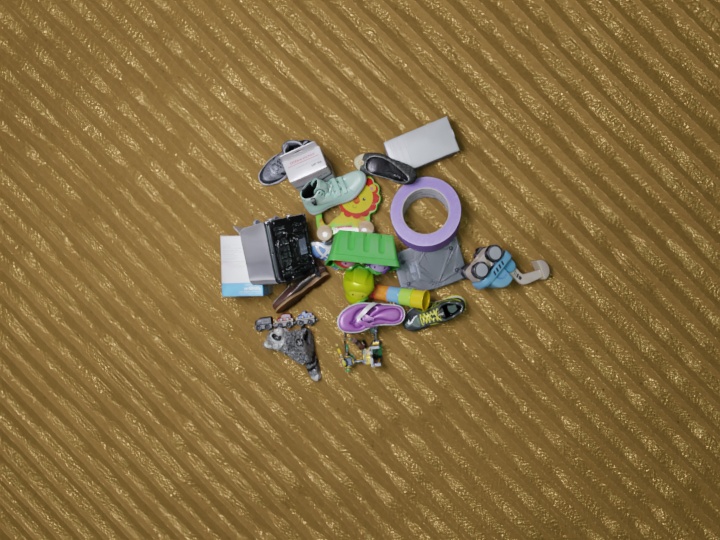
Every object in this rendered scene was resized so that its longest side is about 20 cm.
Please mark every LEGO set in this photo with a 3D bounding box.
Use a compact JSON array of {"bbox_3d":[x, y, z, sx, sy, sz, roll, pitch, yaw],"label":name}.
[{"bbox_3d":[-0.002,0.205,1.627,0.152,0.116,0.202,3,93,5],"label":"LEGO set"}]

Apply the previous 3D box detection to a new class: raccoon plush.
[{"bbox_3d":[-0.209,0.254,1.656,0.133,0.097,0.202,-9,102,14],"label":"raccoon plush"}]

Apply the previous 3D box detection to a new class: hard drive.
[{"bbox_3d":[0.203,-0.014,1.634,0.198,0.042,0.136,-16,92,6],"label":"hard drive"}]

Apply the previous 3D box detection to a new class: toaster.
[{"bbox_3d":[-0.223,-0.052,1.549,0.118,0.180,0.202,-5,100,33],"label":"toaster"}]

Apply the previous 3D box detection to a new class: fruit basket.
[{"bbox_3d":[0.000,0.000,1.560,0.213,0.155,0.218,1,84,-10],"label":"fruit basket"}]

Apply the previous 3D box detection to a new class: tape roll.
[{"bbox_3d":[0.187,-0.159,1.586,0.198,0.085,0.202,-1,80,8],"label":"tape roll"}]

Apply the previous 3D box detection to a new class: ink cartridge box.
[{"bbox_3d":[-0.334,-0.029,1.639,0.124,0.129,0.203,0,93,5],"label":"ink cartridge box"},{"bbox_3d":[-0.145,-0.284,1.568,0.115,0.200,0.068,-23,80,6],"label":"ink cartridge box"}]

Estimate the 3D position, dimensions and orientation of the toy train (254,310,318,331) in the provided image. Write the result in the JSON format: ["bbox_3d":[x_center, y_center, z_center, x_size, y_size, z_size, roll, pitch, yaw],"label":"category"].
[{"bbox_3d":[-0.227,0.153,1.689,0.198,0.034,0.046,-7,82,6],"label":"toy train"}]

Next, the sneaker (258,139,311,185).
[{"bbox_3d":[-0.225,-0.323,1.620,0.199,0.114,0.076,-33,90,6],"label":"sneaker"}]

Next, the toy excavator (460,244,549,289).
[{"bbox_3d":[0.418,0.004,1.584,0.200,0.100,0.195,43,78,-8],"label":"toy excavator"}]

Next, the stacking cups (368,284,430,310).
[{"bbox_3d":[0.100,0.076,1.611,0.198,0.060,0.061,5,94,29],"label":"stacking cups"}]

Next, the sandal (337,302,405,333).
[{"bbox_3d":[0.033,0.126,1.558,0.200,0.050,0.083,-9,86,-15],"label":"sandal"}]

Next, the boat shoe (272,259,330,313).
[{"bbox_3d":[-0.187,0.047,1.663,0.199,0.070,0.071,-37,75,-3],"label":"boat shoe"}]

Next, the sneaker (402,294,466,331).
[{"bbox_3d":[0.214,0.123,1.619,0.198,0.085,0.075,-24,90,6],"label":"sneaker"}]

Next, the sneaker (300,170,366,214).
[{"bbox_3d":[-0.077,-0.235,1.570,0.199,0.118,0.074,-31,71,2],"label":"sneaker"}]

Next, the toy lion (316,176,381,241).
[{"bbox_3d":[-0.035,-0.188,1.642,0.198,0.069,0.194,-6,86,6],"label":"toy lion"}]

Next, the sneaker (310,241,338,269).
[{"bbox_3d":[-0.084,-0.043,1.636,0.198,0.076,0.078,8,90,1],"label":"sneaker"}]

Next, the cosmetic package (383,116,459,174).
[{"bbox_3d":[0.174,-0.353,1.598,0.198,0.090,0.108,-19,92,3],"label":"cosmetic package"}]

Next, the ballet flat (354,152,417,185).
[{"bbox_3d":[0.067,-0.289,1.551,0.198,0.057,0.067,19,109,23],"label":"ballet flat"}]
